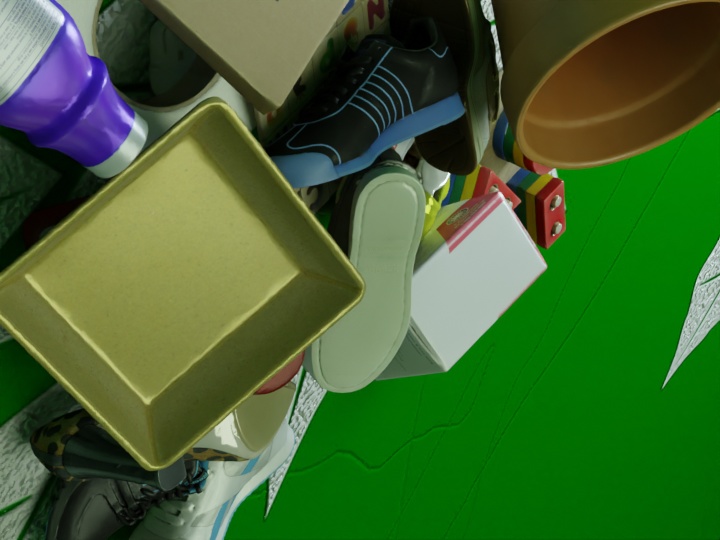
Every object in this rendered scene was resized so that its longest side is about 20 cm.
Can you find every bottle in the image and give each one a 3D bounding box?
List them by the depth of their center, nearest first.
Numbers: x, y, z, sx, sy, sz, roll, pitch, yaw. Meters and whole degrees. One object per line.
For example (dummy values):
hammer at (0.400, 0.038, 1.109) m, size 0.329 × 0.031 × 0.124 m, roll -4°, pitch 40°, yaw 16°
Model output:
bottle at (-0.210, -0.131, 1.019) m, size 0.200 × 0.065 × 0.084 m, roll 41°, pitch 78°, yaw -36°

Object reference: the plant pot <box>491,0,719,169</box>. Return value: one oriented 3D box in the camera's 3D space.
plant pot at (0.183, -0.190, 1.285) m, size 0.200 × 0.140 × 0.200 m, roll -18°, pitch 153°, yaw -10°

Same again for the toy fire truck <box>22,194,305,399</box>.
toy fire truck at (-0.132, 0.008, 1.240) m, size 0.200 × 0.112 × 0.168 m, roll -19°, pitch 119°, yaw -19°

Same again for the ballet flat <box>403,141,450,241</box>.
ballet flat at (0.054, -0.088, 1.435) m, size 0.067 × 0.067 × 0.200 m, roll -52°, pitch -168°, yaw 30°

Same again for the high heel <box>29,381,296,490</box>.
high heel at (-0.150, 0.111, 1.314) m, size 0.200 × 0.142 × 0.072 m, roll -26°, pitch 117°, yaw -54°

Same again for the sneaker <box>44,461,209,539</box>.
sneaker at (-0.169, 0.159, 1.350) m, size 0.200 × 0.082 × 0.073 m, roll -52°, pitch 163°, yaw -13°

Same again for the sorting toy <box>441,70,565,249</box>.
sorting toy at (0.133, -0.072, 1.648) m, size 0.200 × 0.070 × 0.199 m, roll -43°, pitch 145°, yaw -29°

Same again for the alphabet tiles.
alphabet tiles at (-0.024, -0.139, 1.226) m, size 0.166 × 0.006 × 0.200 m, roll -49°, pitch 147°, yaw -37°

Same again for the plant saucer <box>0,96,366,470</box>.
plant saucer at (-0.125, 0.006, 1.141) m, size 0.200 × 0.048 × 0.200 m, roll -40°, pitch 126°, yaw -3°

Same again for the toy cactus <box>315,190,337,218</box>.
toy cactus at (-0.064, -0.025, 1.362) m, size 0.165 × 0.102 × 0.200 m, roll -30°, pitch 165°, yaw -16°

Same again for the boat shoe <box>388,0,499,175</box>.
boat shoe at (0.069, -0.167, 1.316) m, size 0.066 × 0.074 × 0.200 m, roll -56°, pitch 154°, yaw -37°

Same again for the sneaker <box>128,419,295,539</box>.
sneaker at (-0.138, 0.180, 1.443) m, size 0.200 × 0.076 × 0.081 m, roll -53°, pitch 141°, yaw -27°

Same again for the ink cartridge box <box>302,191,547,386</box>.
ink cartridge box at (0.038, 0.020, 1.445) m, size 0.146 × 0.200 × 0.085 m, roll -43°, pitch 107°, yaw -29°

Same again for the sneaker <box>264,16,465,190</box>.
sneaker at (-0.005, -0.119, 1.207) m, size 0.200 × 0.070 × 0.078 m, roll -31°, pitch 111°, yaw -43°

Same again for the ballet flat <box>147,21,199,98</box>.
ballet flat at (-0.111, -0.174, 1.213) m, size 0.067 × 0.068 × 0.200 m, roll 34°, pitch 80°, yaw -40°

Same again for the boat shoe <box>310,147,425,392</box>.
boat shoe at (0.003, 0.000, 1.295) m, size 0.072 × 0.060 × 0.202 m, roll 4°, pitch 122°, yaw -16°

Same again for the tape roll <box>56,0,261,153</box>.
tape roll at (-0.137, -0.160, 1.131) m, size 0.202 × 0.037 × 0.203 m, roll -11°, pitch 108°, yaw -36°

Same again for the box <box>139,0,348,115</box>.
box at (-0.089, -0.224, 1.100) m, size 0.200 × 0.021 × 0.164 m, roll 42°, pitch 62°, yaw -24°

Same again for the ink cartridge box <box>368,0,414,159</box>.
ink cartridge box at (-0.010, -0.182, 1.326) m, size 0.145 × 0.084 × 0.200 m, roll -60°, pitch 150°, yaw -4°
